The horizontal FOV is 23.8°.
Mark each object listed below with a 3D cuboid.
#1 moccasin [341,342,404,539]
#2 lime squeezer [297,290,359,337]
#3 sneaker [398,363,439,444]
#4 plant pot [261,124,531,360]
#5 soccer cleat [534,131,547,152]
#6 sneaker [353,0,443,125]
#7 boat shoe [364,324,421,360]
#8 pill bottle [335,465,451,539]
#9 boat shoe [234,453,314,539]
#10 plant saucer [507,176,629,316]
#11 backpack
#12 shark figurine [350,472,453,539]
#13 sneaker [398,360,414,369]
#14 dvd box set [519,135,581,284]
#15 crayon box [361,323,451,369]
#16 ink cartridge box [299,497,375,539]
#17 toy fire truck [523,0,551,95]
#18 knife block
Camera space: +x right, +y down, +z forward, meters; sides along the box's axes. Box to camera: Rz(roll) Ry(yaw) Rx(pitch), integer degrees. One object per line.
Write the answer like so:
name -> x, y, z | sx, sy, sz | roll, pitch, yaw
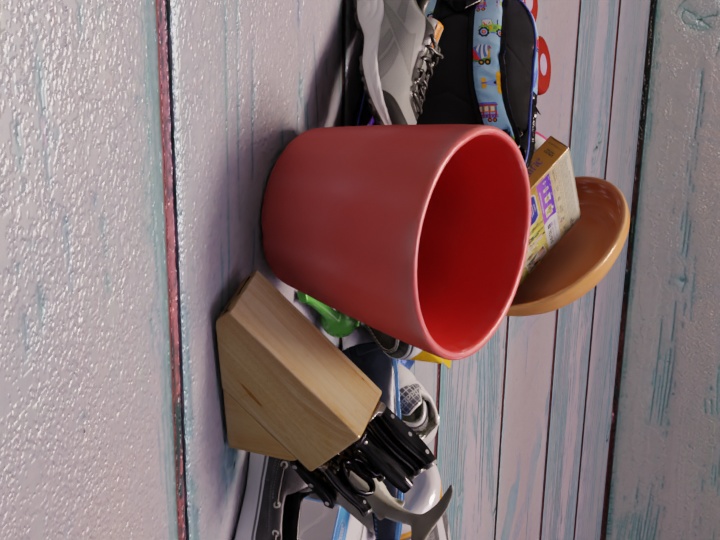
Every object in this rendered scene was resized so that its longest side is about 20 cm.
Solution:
moccasin -> 0.009, 0.175, 1.728 | 0.081, 0.068, 0.202 | 93, -6, -78
lime squeezer -> -0.020, 0.024, 1.668 | 0.071, 0.038, 0.200 | 63, 25, -8
sneaker -> 0.052, 0.159, 1.849 | 0.077, 0.080, 0.200 | -50, 152, -7
plant pot -> 0.025, -0.039, 1.456 | 0.200, 0.176, 0.202 | -28, 124, -50
soccer cleat -> 0.152, -0.077, 1.855 | 0.087, 0.070, 0.200 | -60, -178, -31
sneaker -> 0.040, -0.190, 1.561 | 0.074, 0.079, 0.202 | 67, 16, -62
boat shoe -> 0.000, 0.000, 1.610 | 0.071, 0.072, 0.201 | -34, 108, -44
pill bottle -> 0.039, 0.278, 1.846 | 0.201, 0.115, 0.117 | 79, 26, -52
boat shoe -> -0.065, 0.193, 1.524 | 0.070, 0.066, 0.202 | 44, 57, -71
plant saucer -> 0.210, -0.021, 1.881 | 0.038, 0.199, 0.201 | 52, 43, -32
backpack -> 0.087, -0.174, 1.660 | 0.135, 0.181, 0.202 | 72, 24, -72
shark figurine -> -0.013, 0.193, 1.612 | 0.089, 0.215, 0.128 | -21, 154, -40
sneaker -> 0.075, 0.040, 1.910 | 0.066, 0.078, 0.201 | 76, 29, -58
dvd box set -> 0.152, -0.028, 1.783 | 0.200, 0.029, 0.147 | -47, 152, -13
crayon box -> 0.059, 0.022, 1.807 | 0.200, 0.051, 0.127 | 43, 54, -67
ink cartridge box -> -0.038, 0.298, 1.676 | 0.200, 0.066, 0.117 | 55, 46, -67
toy fire truck -> 0.125, -0.220, 1.824 | 0.168, 0.111, 0.201 | -64, 145, -45
knife block -> -0.025, 0.109, 1.423 | 0.064, 0.174, 0.201 | -61, 155, -51
